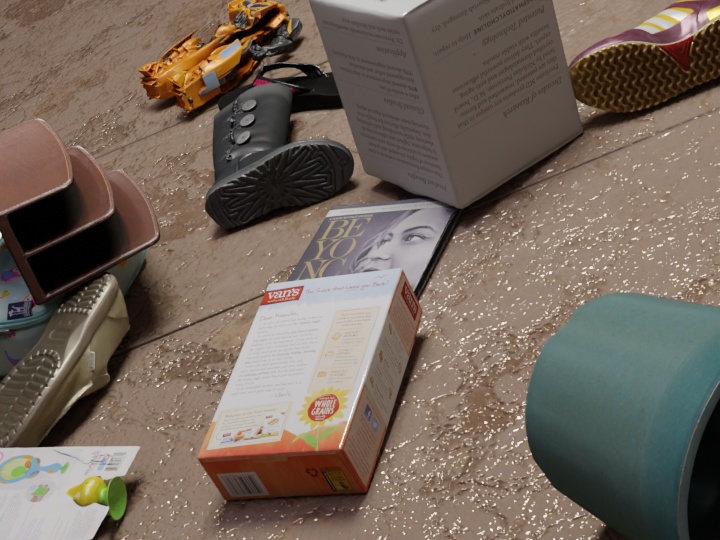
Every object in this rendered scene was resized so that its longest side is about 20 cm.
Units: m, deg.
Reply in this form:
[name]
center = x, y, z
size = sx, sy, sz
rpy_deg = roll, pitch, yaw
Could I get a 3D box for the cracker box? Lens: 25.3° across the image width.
[cracker box]
center = -0.037, 0.092, 1.322
size = 0.132, 0.058, 0.201
rpy_deg = -7, 42, 27

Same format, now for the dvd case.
[dvd case]
center = 0.000, 0.000, 1.481
size = 0.147, 0.016, 0.201
rpy_deg = -4, 37, 31

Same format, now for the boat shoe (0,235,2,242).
[boat shoe]
center = -0.398, -0.012, 1.723
size = 0.062, 0.075, 0.201
rpy_deg = 1, 45, 26

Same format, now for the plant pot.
[plant pot]
center = 0.218, 0.104, 1.027
size = 0.199, 0.202, 0.196
rpy_deg = -36, 26, -18

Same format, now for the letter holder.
[letter holder]
center = -0.286, -0.076, 1.563
size = 0.141, 0.101, 0.200
rpy_deg = -26, 29, -8

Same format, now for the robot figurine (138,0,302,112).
[robot figurine]
center = -0.166, -0.269, 1.948
size = 0.200, 0.059, 0.144
rpy_deg = -41, 36, -22

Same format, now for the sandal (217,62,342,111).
[sandal]
center = -0.076, -0.213, 1.817
size = 0.198, 0.045, 0.075
rpy_deg = -5, 37, 29

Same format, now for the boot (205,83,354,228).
[boot]
center = -0.084, -0.137, 1.703
size = 0.163, 0.066, 0.201
rpy_deg = -17, 28, 10

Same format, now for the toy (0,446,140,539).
[toy]
center = -0.288, 0.202, 1.358
size = 0.197, 0.048, 0.116
rpy_deg = -7, 33, 21

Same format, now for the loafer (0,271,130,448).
[loafer]
center = -0.271, 0.096, 1.485
size = 0.075, 0.068, 0.201
rpy_deg = 8, 58, 45

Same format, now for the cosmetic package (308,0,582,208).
[cosmetic package]
center = 0.081, -0.197, 1.525
size = 0.165, 0.202, 0.167
rpy_deg = -32, 32, -24

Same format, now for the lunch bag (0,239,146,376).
[lunch bag]
center = -0.320, 0.018, 1.619
size = 0.159, 0.078, 0.201
rpy_deg = -6, 36, 27

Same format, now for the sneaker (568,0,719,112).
[sneaker]
center = 0.291, -0.211, 1.546
size = 0.197, 0.076, 0.090
rpy_deg = -15, 24, 5
